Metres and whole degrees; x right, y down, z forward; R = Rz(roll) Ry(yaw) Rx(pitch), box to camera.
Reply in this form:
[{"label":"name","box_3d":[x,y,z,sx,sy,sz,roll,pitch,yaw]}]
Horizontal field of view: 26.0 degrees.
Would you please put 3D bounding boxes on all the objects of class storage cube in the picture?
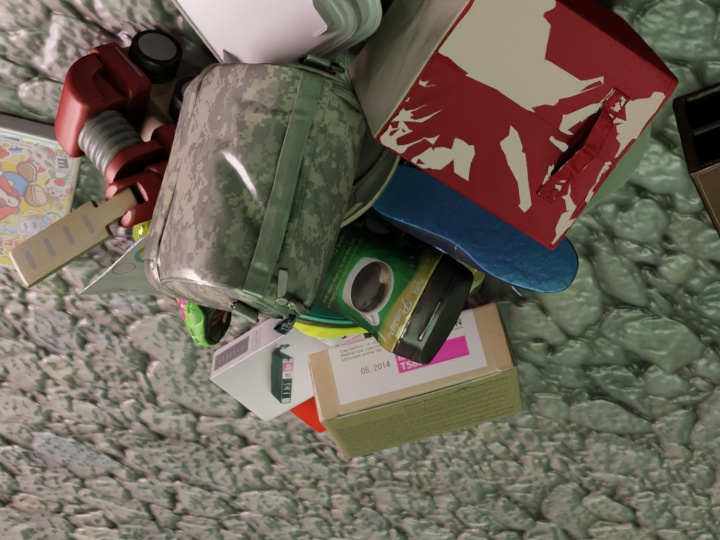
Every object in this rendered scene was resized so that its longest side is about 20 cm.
[{"label":"storage cube","box_3d":[0.114,-0.157,1.253,0.179,0.200,0.172,29,108,-21]}]

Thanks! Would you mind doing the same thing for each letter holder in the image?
[{"label":"letter holder","box_3d":[0.387,-0.077,1.410,0.141,0.101,0.200,-21,131,18]}]

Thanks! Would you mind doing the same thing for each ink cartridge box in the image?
[{"label":"ink cartridge box","box_3d":[-0.030,0.104,1.644,0.199,0.044,0.173,-31,125,28]},{"label":"ink cartridge box","box_3d":[0.058,0.114,1.567,0.198,0.076,0.165,-15,158,2]}]

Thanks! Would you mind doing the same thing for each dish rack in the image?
[{"label":"dish rack","box_3d":[-0.095,-0.237,1.243,0.171,0.044,0.201,-24,110,44]}]

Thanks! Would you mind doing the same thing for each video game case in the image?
[{"label":"video game case","box_3d":[-0.374,-0.081,1.488,0.198,0.023,0.183,13,134,-10]}]

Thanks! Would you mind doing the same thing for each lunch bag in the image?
[{"label":"lunch bag","box_3d":[-0.078,-0.058,1.201,0.138,0.202,0.168,17,174,-15]}]

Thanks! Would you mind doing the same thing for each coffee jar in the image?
[{"label":"coffee jar","box_3d":[0.000,0.000,1.420,0.199,0.085,0.105,29,104,4]}]

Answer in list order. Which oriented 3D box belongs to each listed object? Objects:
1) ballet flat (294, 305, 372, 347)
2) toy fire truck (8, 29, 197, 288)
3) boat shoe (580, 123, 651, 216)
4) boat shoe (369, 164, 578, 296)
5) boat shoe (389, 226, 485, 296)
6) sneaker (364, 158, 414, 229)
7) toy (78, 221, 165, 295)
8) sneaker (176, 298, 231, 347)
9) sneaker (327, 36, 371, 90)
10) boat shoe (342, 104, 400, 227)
[{"label":"ballet flat","box_3d":[-0.004,0.043,1.518,0.198,0.067,0.067,-4,138,-22]},{"label":"toy fire truck","box_3d":[-0.213,-0.088,1.319,0.199,0.176,0.129,-24,152,-39]},{"label":"boat shoe","box_3d":[0.182,-0.080,1.430,0.070,0.072,0.201,36,100,-23]},{"label":"boat shoe","box_3d":[0.103,-0.044,1.369,0.199,0.069,0.085,31,90,10]},{"label":"boat shoe","box_3d":[0.028,-0.028,1.493,0.198,0.072,0.077,3,137,-10]},{"label":"sneaker","box_3d":[0.078,-0.103,1.411,0.198,0.080,0.096,-18,130,18]},{"label":"toy","box_3d":[-0.176,-0.039,1.491,0.114,0.048,0.199,1,153,-47]},{"label":"sneaker","box_3d":[-0.136,0.019,1.505,0.083,0.077,0.200,-20,167,-7]},{"label":"sneaker","box_3d":[-0.045,-0.146,1.368,0.077,0.083,0.200,22,131,-19]},{"label":"boat shoe","box_3d":[-0.040,-0.065,1.331,0.074,0.073,0.200,44,101,15]}]
